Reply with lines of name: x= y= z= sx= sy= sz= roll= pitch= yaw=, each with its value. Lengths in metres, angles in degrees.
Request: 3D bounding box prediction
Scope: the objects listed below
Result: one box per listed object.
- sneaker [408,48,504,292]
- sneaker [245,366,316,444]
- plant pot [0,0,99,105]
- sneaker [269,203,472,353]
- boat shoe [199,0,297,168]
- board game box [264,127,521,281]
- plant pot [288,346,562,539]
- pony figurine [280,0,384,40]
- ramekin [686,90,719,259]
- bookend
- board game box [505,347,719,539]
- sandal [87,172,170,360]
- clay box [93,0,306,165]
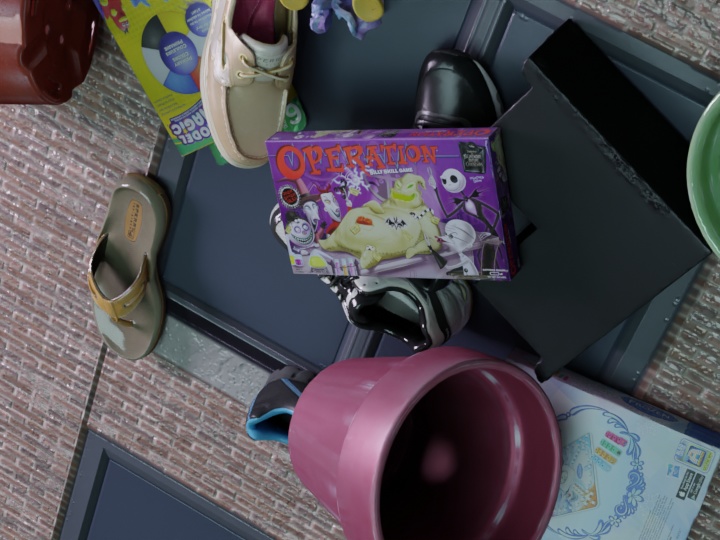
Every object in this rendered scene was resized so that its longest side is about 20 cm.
sneaker: x=0.070 y=-0.076 z=1.278 sx=0.075 sy=0.088 sz=0.202 roll=9 pitch=121 yaw=22
sneaker: x=-0.011 y=0.152 z=1.452 sx=0.198 sy=0.082 sz=0.074 roll=11 pitch=119 yaw=20
plant pot: x=-0.342 y=-0.225 z=1.352 sx=0.193 sy=0.201 sz=0.202 roll=8 pitch=120 yaw=15
sneaker: x=0.000 y=0.000 z=1.358 sx=0.199 sy=0.088 sz=0.076 roll=29 pitch=128 yaw=12
boat shoe: x=-0.086 y=-0.182 z=1.269 sx=0.069 sy=0.073 sz=0.202 roll=-163 pitch=70 yaw=-63
board game box: x=0.025 y=-0.052 z=1.244 sx=0.198 sy=0.032 sz=0.121 roll=1 pitch=112 yaw=29
plant pot: x=0.039 y=0.153 z=1.306 sx=0.178 sy=0.199 sz=0.202 roll=16 pitch=129 yaw=54
pony figurine: x=-0.007 y=-0.259 z=1.175 sx=0.166 sy=0.201 sz=0.193 roll=-24 pitch=120 yaw=28
ramekin: x=0.343 y=-0.080 z=1.129 sx=0.198 sy=0.098 sz=0.202 roll=12 pitch=121 yaw=21
bookend: x=0.156 y=-0.051 z=1.246 sx=0.199 sy=0.092 sz=0.200 roll=46 pitch=129 yaw=-1
board game box: x=0.188 y=0.198 z=1.365 sx=0.198 sy=0.043 sz=0.202 roll=23 pitch=107 yaw=12
sandal: x=-0.226 y=0.002 z=1.495 sx=0.080 sy=0.054 sz=0.201 roll=22 pitch=125 yaw=15
clay box: x=-0.139 y=-0.186 z=1.349 sx=0.114 sy=0.048 sz=0.201 roll=-20 pitch=106 yaw=34
